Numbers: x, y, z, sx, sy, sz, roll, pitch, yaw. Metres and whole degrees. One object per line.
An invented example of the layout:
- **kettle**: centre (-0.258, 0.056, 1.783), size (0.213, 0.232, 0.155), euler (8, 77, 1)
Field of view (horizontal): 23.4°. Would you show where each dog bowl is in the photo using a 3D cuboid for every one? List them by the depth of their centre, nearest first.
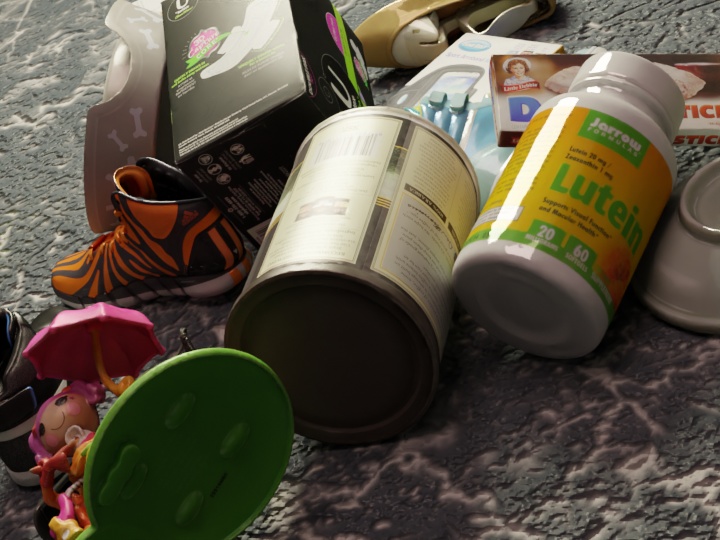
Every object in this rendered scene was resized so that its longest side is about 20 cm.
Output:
- **dog bowl**: centre (-0.189, -0.129, 1.496), size (0.058, 0.202, 0.201), euler (7, 35, 1)

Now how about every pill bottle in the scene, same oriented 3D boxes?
- **pill bottle**: centre (0.150, -0.050, 1.187), size (0.110, 0.111, 0.201), euler (5, 53, 38)

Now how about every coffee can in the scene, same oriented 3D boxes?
- **coffee can**: centre (0.000, 0.000, 1.212), size (0.145, 0.147, 0.201), euler (-10, 33, 21)

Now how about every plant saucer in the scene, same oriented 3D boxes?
- **plant saucer**: centre (0.274, -0.038, 1.180), size (0.198, 0.051, 0.201), euler (-16, 32, 11)

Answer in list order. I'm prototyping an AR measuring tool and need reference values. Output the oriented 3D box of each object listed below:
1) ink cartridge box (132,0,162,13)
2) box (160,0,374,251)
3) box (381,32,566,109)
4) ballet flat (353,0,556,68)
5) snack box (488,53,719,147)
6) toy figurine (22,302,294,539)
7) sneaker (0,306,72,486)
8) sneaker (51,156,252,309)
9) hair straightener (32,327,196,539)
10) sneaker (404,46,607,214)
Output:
- **ink cartridge box**: centre (-0.157, -0.254, 1.795), size (0.172, 0.044, 0.200), euler (-26, 32, -3)
- **box**: centre (-0.069, -0.139, 1.406), size (0.123, 0.149, 0.201), euler (-26, 46, 17)
- **box**: centre (0.088, -0.141, 1.467), size (0.118, 0.042, 0.200), euler (15, 51, 46)
- **ballet flat**: centre (0.084, -0.225, 1.574), size (0.198, 0.069, 0.063), euler (-23, 45, 3)
- **snack box**: centre (0.197, -0.127, 1.298), size (0.197, 0.024, 0.073), euler (-1, 59, -5)
- **toy figurine**: centre (-0.166, 0.106, 1.156), size (0.184, 0.150, 0.201), euler (34, 92, 49)
- **sneaker**: centre (-0.249, 0.059, 1.321), size (0.072, 0.113, 0.201), euler (-18, 32, 7)
- **sneaker**: centre (-0.187, -0.034, 1.415), size (0.198, 0.113, 0.078), euler (-9, 34, 30)
- **hair straightener**: centre (-0.179, 0.115, 1.254), size (0.076, 0.041, 0.201), euler (-1, 44, 33)
- **sneaker**: centre (0.109, -0.124, 1.357), size (0.129, 0.080, 0.200), euler (22, 49, 20)
